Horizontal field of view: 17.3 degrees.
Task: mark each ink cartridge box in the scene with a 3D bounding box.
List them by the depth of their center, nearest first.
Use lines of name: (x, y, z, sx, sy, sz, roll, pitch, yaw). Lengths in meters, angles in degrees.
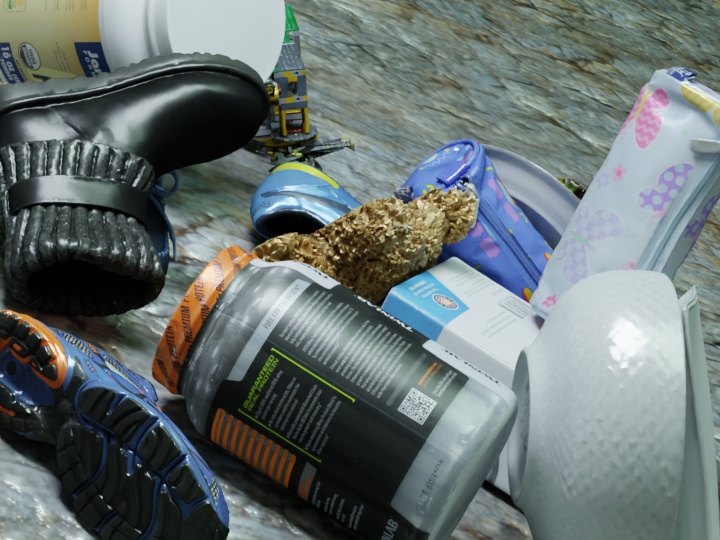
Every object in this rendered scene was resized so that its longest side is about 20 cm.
ink cartridge box: (0.108, 0.085, 1.615, 0.200, 0.084, 0.145, 32, 17, 13)

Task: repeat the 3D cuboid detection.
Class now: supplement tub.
supplement tub: (-0.017, 0.076, 1.412, 0.200, 0.123, 0.122, 32, 19, 10)
supplement tub: (-0.167, -0.185, 1.743, 0.199, 0.145, 0.144, 5, 0, 41)

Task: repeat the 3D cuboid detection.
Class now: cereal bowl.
cereal bowl: (0.135, 0.097, 1.419, 0.083, 0.201, 0.200, 3, 22, -4)

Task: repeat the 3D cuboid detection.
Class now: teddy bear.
teddy bear: (0.000, 0.000, 1.613, 0.200, 0.145, 0.067, -12, 72, -58)

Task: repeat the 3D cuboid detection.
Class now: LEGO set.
LEGO set: (-0.101, -0.128, 1.902, 0.153, 0.116, 0.200, -10, 27, -13)

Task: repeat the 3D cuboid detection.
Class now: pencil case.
pencil case: (0.196, -0.036, 1.622, 0.083, 0.201, 0.091, 25, 8, -43)
pencil case: (0.106, -0.003, 1.728, 0.200, 0.078, 0.087, 53, -11, -14)

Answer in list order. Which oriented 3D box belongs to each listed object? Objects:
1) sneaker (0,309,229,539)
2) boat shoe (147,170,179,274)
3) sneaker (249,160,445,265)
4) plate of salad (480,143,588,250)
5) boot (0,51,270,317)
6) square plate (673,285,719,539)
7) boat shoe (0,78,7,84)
sneaker: (-0.132, 0.087, 1.307, 0.078, 0.076, 0.200, 8, 28, -52)
boat shoe: (-0.174, -0.060, 1.629, 0.084, 0.069, 0.200, 15, 23, -33)
sneaker: (0.008, -0.008, 1.769, 0.199, 0.066, 0.079, 26, 33, -5)
plate of salad: (0.136, -0.020, 1.802, 0.200, 0.200, 0.048, 36, 60, 23)
boot: (-0.141, -0.053, 1.528, 0.210, 0.080, 0.158, -11, 50, -17)
square plate: (0.208, 0.115, 1.501, 0.028, 0.201, 0.198, -5, 3, 9)
boat shoe: (-0.268, -0.105, 1.614, 0.072, 0.072, 0.200, 27, 19, -7)
